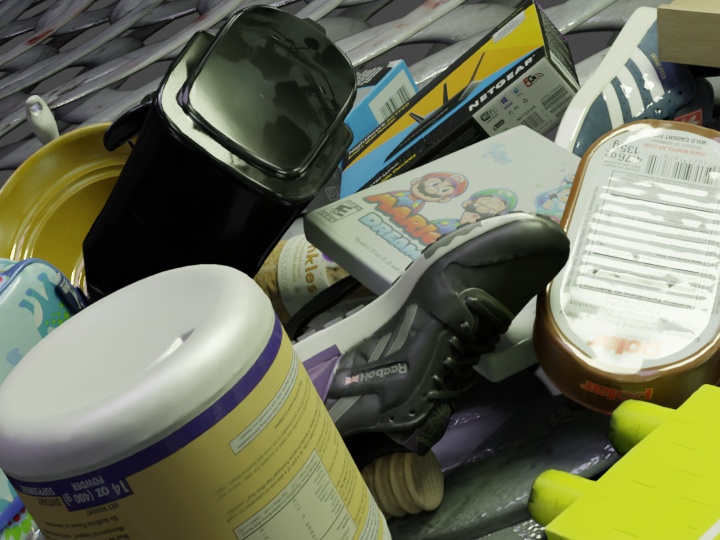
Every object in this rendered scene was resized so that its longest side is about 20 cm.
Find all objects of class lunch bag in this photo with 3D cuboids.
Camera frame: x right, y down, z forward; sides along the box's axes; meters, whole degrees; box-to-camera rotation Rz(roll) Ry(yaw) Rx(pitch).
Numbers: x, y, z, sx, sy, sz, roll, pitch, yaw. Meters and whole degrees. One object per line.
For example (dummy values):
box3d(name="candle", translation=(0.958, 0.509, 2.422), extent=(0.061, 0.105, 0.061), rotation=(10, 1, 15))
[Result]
box3d(name="lunch bag", translation=(-0.245, 0.100, 1.127), extent=(0.082, 0.162, 0.200), rotation=(1, 38, 46))

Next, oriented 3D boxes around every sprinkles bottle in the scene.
box3d(name="sprinkles bottle", translation=(0.000, 0.000, 1.186), extent=(0.199, 0.069, 0.068), rotation=(-12, 27, 35))

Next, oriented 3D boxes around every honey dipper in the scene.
box3d(name="honey dipper", translation=(-0.044, 0.138, 0.986), extent=(0.199, 0.038, 0.038), rotation=(-18, 23, 31))

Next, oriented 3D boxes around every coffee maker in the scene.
box3d(name="coffee maker", translation=(-0.093, -0.041, 1.088), extent=(0.200, 0.134, 0.194), rotation=(128, 150, -54))

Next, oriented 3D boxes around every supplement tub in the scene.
box3d(name="supplement tub", translation=(-0.071, 0.116, 0.818), extent=(0.144, 0.201, 0.146), rotation=(-23, 22, 10))

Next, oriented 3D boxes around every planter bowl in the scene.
box3d(name="planter bowl", translation=(-0.202, -0.011, 1.371), extent=(0.199, 0.084, 0.202), rotation=(-10, 61, 19))

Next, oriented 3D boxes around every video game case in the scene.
box3d(name="video game case", translation=(0.092, -0.018, 1.055), extent=(0.181, 0.024, 0.200), rotation=(-24, 37, -26))

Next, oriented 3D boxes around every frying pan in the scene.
box3d(name="frying pan", translation=(-0.062, 0.057, 1.127), extent=(0.189, 0.031, 0.115), rotation=(-25, -12, 7))

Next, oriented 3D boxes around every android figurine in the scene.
box3d(name="android figurine", translation=(0.169, 0.108, 0.800), extent=(0.182, 0.041, 0.200), rotation=(-36, 22, -21))

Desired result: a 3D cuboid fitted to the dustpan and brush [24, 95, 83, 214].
box3d(name="dustpan and brush", translation=(-0.242, -0.072, 1.451), extent=(0.139, 0.201, 0.057), rotation=(-33, 62, -12))

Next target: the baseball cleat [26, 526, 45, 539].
box3d(name="baseball cleat", translation=(-0.120, 0.162, 0.970), extent=(0.200, 0.069, 0.107), rotation=(-43, 57, 28))

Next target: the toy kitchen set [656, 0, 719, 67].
box3d(name="toy kitchen set", translation=(0.320, -0.234, 1.140), extent=(0.199, 0.182, 0.163), rotation=(11, 31, 32))

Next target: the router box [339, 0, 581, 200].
box3d(name="router box", translation=(0.072, -0.106, 1.292), extent=(0.200, 0.051, 0.149), rotation=(-39, 18, 17))

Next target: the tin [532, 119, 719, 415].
box3d(name="tin", translation=(0.162, -0.007, 0.962), extent=(0.111, 0.042, 0.201), rotation=(8, 51, 17))

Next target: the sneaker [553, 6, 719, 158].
box3d(name="sneaker", translation=(0.198, -0.104, 1.195), extent=(0.084, 0.075, 0.201), rotation=(21, 60, 20))

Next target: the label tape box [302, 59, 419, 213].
box3d(name="label tape box", translation=(-0.059, -0.107, 1.489), extent=(0.199, 0.066, 0.143), rotation=(-7, 30, 38))

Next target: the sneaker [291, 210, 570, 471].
box3d(name="sneaker", translation=(0.039, 0.053, 0.920), extent=(0.199, 0.076, 0.088), rotation=(-36, 53, 18))

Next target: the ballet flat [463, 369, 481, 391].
box3d(name="ballet flat", translation=(-0.011, 0.068, 1.064), extent=(0.198, 0.071, 0.071), rotation=(-18, 24, 17))
